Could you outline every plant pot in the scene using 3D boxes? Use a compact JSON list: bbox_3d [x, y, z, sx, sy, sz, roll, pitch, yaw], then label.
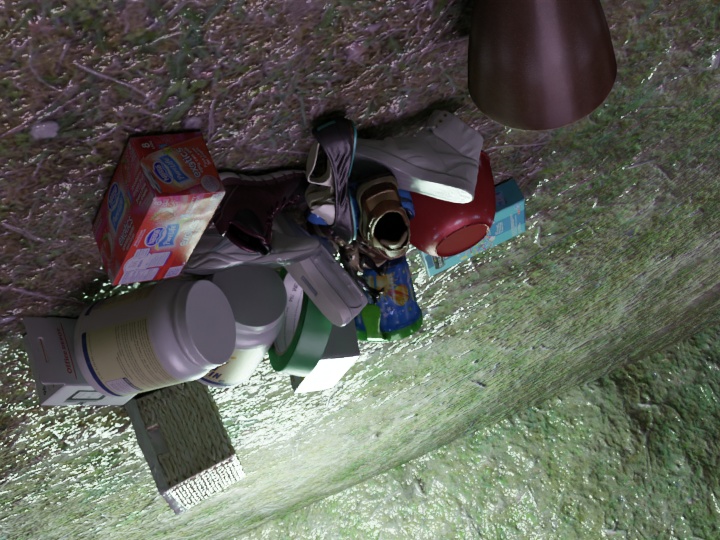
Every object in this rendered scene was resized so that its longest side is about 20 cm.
[{"bbox_3d":[0.205,-0.302,1.245,0.186,0.188,0.201,-24,144,-2],"label":"plant pot"}]

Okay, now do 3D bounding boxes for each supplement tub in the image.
[{"bbox_3d":[-0.204,0.083,1.679,0.144,0.146,0.200,-11,154,-30],"label":"supplement tub"},{"bbox_3d":[-0.296,0.096,1.528,0.198,0.146,0.145,-15,164,25],"label":"supplement tub"}]

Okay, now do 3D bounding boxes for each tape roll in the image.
[{"bbox_3d":[-0.094,0.065,1.678,0.048,0.202,0.201,13,143,-20],"label":"tape roll"}]

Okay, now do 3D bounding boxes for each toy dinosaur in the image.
[{"bbox_3d":[0.000,0.000,1.635,0.048,0.088,0.201,-49,156,-23],"label":"toy dinosaur"}]

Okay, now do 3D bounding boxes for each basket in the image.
[{"bbox_3d":[-0.333,0.335,2.037,0.160,0.199,0.200,-23,158,-10],"label":"basket"}]

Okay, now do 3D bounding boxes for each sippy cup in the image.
[{"bbox_3d":[0.037,0.036,1.822,0.139,0.178,0.131,-16,115,-19],"label":"sippy cup"}]

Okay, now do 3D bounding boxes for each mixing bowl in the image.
[{"bbox_3d":[0.143,-0.093,1.703,0.199,0.109,0.201,-22,157,-10],"label":"mixing bowl"}]

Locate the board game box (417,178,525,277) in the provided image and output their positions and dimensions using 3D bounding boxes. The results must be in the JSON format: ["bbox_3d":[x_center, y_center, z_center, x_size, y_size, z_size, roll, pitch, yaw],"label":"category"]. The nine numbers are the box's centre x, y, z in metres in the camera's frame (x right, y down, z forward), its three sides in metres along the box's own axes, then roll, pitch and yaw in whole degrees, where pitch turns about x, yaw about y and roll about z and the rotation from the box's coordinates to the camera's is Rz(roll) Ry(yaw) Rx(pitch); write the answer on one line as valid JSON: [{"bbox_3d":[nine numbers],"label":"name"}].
[{"bbox_3d":[0.195,-0.074,1.881,0.199,0.047,0.151,-25,158,0],"label":"board game box"}]

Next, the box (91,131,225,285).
[{"bbox_3d":[-0.258,-0.076,1.329,0.099,0.096,0.200,-10,153,-34],"label":"box"}]

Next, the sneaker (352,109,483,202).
[{"bbox_3d":[0.075,-0.177,1.492,0.198,0.117,0.074,16,163,-5],"label":"sneaker"}]

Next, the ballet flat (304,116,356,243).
[{"bbox_3d":[-0.043,-0.121,1.450,0.068,0.068,0.201,-12,128,-15],"label":"ballet flat"}]

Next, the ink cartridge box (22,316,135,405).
[{"bbox_3d":[-0.433,0.139,1.598,0.068,0.117,0.199,-35,155,27],"label":"ink cartridge box"}]

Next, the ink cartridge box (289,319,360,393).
[{"bbox_3d":[-0.073,0.115,1.851,0.083,0.146,0.200,-5,160,-18],"label":"ink cartridge box"}]

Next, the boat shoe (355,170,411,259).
[{"bbox_3d":[0.036,-0.061,1.510,0.075,0.074,0.200,-22,152,1],"label":"boat shoe"}]

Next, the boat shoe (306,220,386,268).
[{"bbox_3d":[0.001,-0.056,1.679,0.075,0.075,0.202,-36,155,22],"label":"boat shoe"}]

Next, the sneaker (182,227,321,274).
[{"bbox_3d":[-0.154,-0.042,1.485,0.198,0.081,0.070,-4,171,-11],"label":"sneaker"}]

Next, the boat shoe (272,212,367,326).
[{"bbox_3d":[-0.064,-0.014,1.565,0.068,0.200,0.072,-36,171,-27],"label":"boat shoe"}]

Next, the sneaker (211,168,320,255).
[{"bbox_3d":[-0.125,-0.073,1.449,0.199,0.116,0.076,-7,152,-38],"label":"sneaker"}]

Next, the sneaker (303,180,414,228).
[{"bbox_3d":[0.006,-0.089,1.571,0.199,0.079,0.066,-16,164,-42],"label":"sneaker"}]
